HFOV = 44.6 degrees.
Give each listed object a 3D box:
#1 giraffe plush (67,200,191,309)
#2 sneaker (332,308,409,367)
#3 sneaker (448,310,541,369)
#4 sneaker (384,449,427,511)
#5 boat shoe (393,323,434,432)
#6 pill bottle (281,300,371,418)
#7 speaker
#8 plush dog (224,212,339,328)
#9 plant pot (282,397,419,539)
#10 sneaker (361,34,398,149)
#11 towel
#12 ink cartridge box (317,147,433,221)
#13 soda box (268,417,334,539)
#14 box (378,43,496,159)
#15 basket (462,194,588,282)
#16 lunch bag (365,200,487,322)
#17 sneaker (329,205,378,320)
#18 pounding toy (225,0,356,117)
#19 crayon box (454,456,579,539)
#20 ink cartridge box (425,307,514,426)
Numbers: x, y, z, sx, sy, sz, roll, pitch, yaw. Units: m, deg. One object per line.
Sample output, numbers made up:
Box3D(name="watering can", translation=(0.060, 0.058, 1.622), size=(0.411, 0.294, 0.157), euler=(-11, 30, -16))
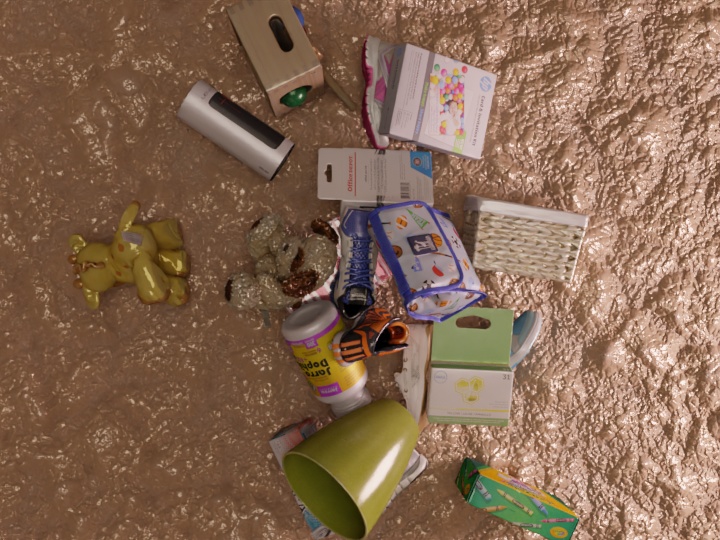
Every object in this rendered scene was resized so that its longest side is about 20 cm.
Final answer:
Box3D(name="giraffe plush", translation=(-0.406, -0.009, 1.495), size=(0.161, 0.200, 0.174), euler=(-17, 61, 20))
Box3D(name="sneaker", translation=(0.040, 0.109, 1.497), size=(0.111, 0.200, 0.078), euler=(-14, 102, 26))
Box3D(name="sneaker", translation=(0.225, 0.126, 1.579), size=(0.130, 0.080, 0.200), euler=(40, 88, -6))
Box3D(name="sneaker", translation=(0.018, 0.369, 1.567), size=(0.200, 0.075, 0.116), euler=(-39, 84, -29))
Box3D(name="boat shoe", translation=(0.094, 0.192, 1.582), size=(0.069, 0.071, 0.201), euler=(6, 97, 19))
Box3D(name="pill bottle", translation=(-0.053, 0.159, 1.533), size=(0.104, 0.104, 0.201), euler=(-27, 112, -3))
Box3D(name="speaker", translation=(-0.218, -0.243, 1.530), size=(0.199, 0.081, 0.081), euler=(34, 90, -4))
Box3D(name="plush dog", translation=(-0.110, 0.000, 1.474), size=(0.160, 0.171, 0.201), euler=(43, 47, -28))
Box3D(name="plant pot", translation=(0.002, 0.313, 1.476), size=(0.200, 0.187, 0.187), euler=(-40, 95, -33))
Box3D(name="sneaker", translation=(0.048, -0.313, 1.543), size=(0.088, 0.081, 0.201), euler=(0, 89, -5))
Box3D(name="towel", translation=(-0.062, 0.004, 1.579), size=(0.200, 0.030, 0.147), euler=(-35, 94, 1))
Box3D(name="ink cartridge box", translation=(0.023, -0.148, 1.534), size=(0.199, 0.068, 0.117), euler=(3, 59, -4))
Box3D(name="soda box", translation=(-0.085, 0.370, 1.563), size=(0.068, 0.064, 0.201), euler=(-23, 94, 21))
Box3D(name="box", translation=(0.137, -0.291, 1.534), size=(0.199, 0.041, 0.157), euler=(11, 91, -32))
Box3D(name="basket", translation=(0.280, -0.056, 1.549), size=(0.199, 0.136, 0.124), euler=(10, 96, -5))
Box3D(name="lunch bag", translation=(0.101, -0.016, 1.432), size=(0.124, 0.200, 0.171), euler=(-34, 67, 25))
Box3D(name="sneaker", translation=(0.000, 0.001, 1.485), size=(0.080, 0.115, 0.201), euler=(5, 113, -13))
Box3D(name="pounding toy", translation=(-0.112, -0.355, 1.494), size=(0.142, 0.184, 0.201), euler=(-26, 86, -2))
Box3D(name="crayon box", translation=(0.277, 0.412, 1.574), size=(0.199, 0.119, 0.059), euler=(25, 90, -5))
Box3D(name="ink cartridge box", translation=(0.192, 0.167, 1.525), size=(0.144, 0.048, 0.201), euler=(3, 105, 0))
